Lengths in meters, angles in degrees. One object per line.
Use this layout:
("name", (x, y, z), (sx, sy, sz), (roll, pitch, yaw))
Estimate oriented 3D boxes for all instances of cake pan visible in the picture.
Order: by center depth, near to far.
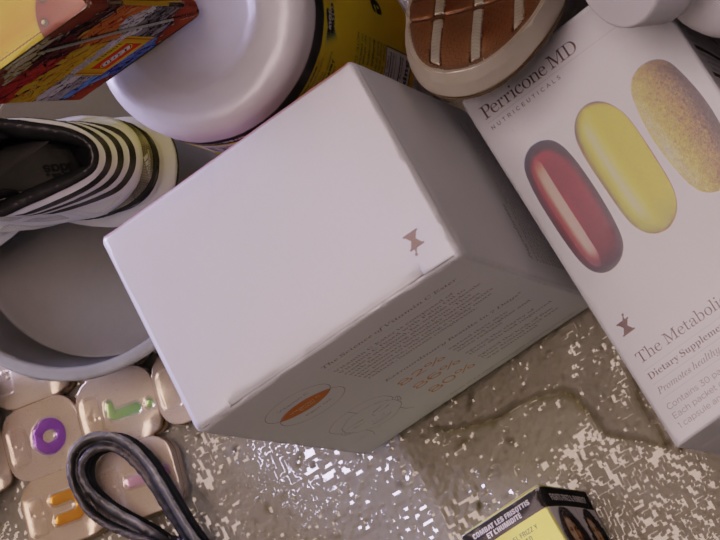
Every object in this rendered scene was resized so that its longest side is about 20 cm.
("cake pan", (-0.147, -0.040, 1.513), (0.199, 0.037, 0.201), (-3, 83, 25))

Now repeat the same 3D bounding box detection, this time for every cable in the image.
("cable", (-0.081, 0.161, 1.463), (0.097, 0.050, 0.201), (-33, 81, 17))

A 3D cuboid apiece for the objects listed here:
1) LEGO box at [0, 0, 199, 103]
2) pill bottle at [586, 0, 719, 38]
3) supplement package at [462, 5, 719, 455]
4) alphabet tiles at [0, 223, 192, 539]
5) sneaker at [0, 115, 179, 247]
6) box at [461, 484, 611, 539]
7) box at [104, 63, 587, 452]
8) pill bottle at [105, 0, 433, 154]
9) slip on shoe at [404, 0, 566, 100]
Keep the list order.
("LEGO box", (-0.173, -0.178, 1.256), (0.077, 0.149, 0.201), (-33, 85, 15))
("pill bottle", (0.199, -0.168, 1.300), (0.113, 0.199, 0.114), (37, 134, 53))
("supplement package", (0.157, -0.025, 1.357), (0.114, 0.109, 0.200), (-37, 71, 15))
("alphabet tiles", (-0.159, 0.045, 1.539), (0.195, 0.015, 0.201), (-22, 75, 22))
("sneaker", (-0.205, -0.051, 1.457), (0.200, 0.115, 0.076), (-10, 80, 25))
("box", (0.126, 0.201, 1.363), (0.050, 0.075, 0.201), (-34, 71, 16))
("box", (0.000, 0.000, 1.365), (0.152, 0.200, 0.107), (-34, 72, 16))
("pill bottle", (-0.039, -0.107, 1.403), (0.112, 0.200, 0.113), (-3, 83, 23))
("slip on shoe", (0.068, -0.136, 1.376), (0.076, 0.061, 0.200), (-5, 37, 13))
